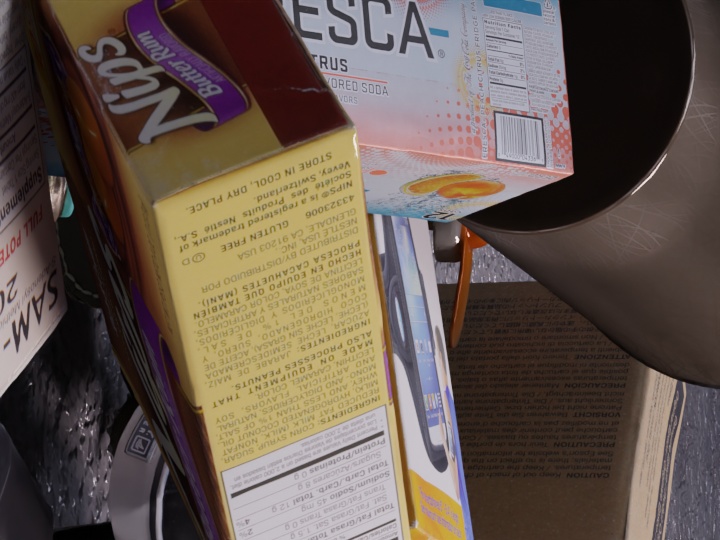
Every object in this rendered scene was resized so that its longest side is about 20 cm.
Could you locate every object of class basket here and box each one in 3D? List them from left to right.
[{"bbox_3d":[0.093,-0.054,1.046,0.181,0.136,0.200,64,16,19],"label":"basket"}]

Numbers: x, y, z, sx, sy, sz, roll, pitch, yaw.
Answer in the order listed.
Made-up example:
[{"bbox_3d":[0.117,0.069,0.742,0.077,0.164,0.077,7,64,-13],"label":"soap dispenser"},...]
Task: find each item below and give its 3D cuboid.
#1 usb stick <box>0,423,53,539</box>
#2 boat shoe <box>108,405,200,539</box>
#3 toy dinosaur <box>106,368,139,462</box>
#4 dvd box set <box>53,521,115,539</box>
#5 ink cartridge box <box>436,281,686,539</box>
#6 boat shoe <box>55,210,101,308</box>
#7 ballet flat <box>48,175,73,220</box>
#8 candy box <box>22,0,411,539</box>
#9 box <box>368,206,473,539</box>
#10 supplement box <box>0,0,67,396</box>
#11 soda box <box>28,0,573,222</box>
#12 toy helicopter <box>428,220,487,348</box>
[{"bbox_3d":[-0.139,0.046,0.892,0.200,0.032,0.056,69,31,-53],"label":"usb stick"},{"bbox_3d":[-0.032,0.111,1.000,0.072,0.067,0.200,-57,156,-28],"label":"boat shoe"},{"bbox_3d":[-0.061,0.025,1.063,0.077,0.102,0.201,-26,127,-30],"label":"toy dinosaur"},{"bbox_3d":[-0.082,0.210,1.021,0.146,0.029,0.201,-106,-171,-69],"label":"dvd box set"},{"bbox_3d":[0.026,0.083,1.192,0.165,0.199,0.075,-73,156,-47],"label":"ink cartridge box"},{"bbox_3d":[-0.077,-0.075,0.980,0.060,0.072,0.203,-123,-139,-63],"label":"boat shoe"},{"bbox_3d":[-0.118,-0.112,0.907,0.068,0.075,0.201,137,-40,-69],"label":"ballet flat"},{"bbox_3d":[-0.038,-0.004,0.759,0.201,0.056,0.117,84,-19,-52],"label":"candy box"},{"bbox_3d":[0.000,0.000,0.987,0.119,0.041,0.201,45,38,-74],"label":"box"},{"bbox_3d":[-0.149,-0.068,0.677,0.074,0.125,0.201,-60,147,-65],"label":"supplement box"},{"bbox_3d":[-0.030,-0.060,0.869,0.199,0.068,0.064,7,73,-38],"label":"soda box"},{"bbox_3d":[0.011,-0.057,1.159,0.201,0.132,0.079,-62,177,24],"label":"toy helicopter"}]
